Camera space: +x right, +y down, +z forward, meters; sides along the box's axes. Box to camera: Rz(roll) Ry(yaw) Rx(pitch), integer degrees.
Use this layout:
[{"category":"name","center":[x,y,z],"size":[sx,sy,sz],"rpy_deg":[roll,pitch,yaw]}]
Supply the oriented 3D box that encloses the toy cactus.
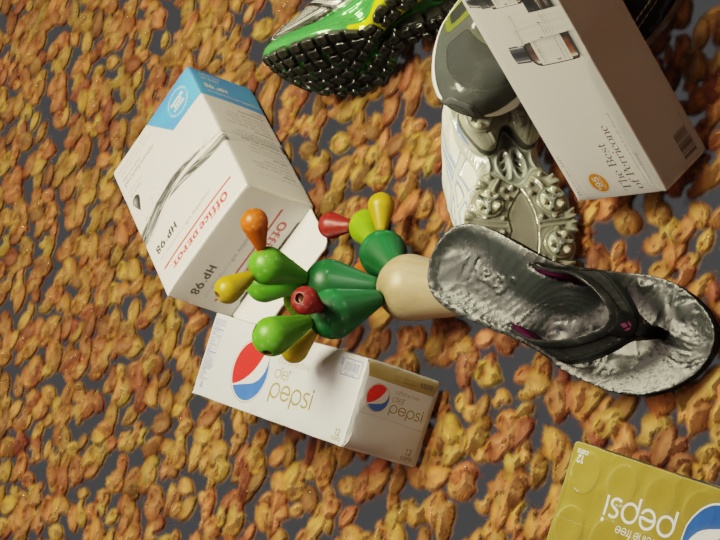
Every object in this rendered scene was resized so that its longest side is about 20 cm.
[{"category":"toy cactus","center":[0.000,0.000,1.669],"size":[0.165,0.200,0.102],"rpy_deg":[4,106,21]}]

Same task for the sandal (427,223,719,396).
[{"category":"sandal","center":[0.123,0.026,1.499],"size":[0.200,0.048,0.075],"rpy_deg":[18,94,29]}]

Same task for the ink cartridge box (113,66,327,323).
[{"category":"ink cartridge box","center":[-0.109,-0.050,1.875],"size":[0.116,0.067,0.200],"rpy_deg":[-53,39,22]}]

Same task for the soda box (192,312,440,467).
[{"category":"soda box","center":[-0.034,0.082,1.715],"size":[0.200,0.068,0.064],"rpy_deg":[15,87,55]}]

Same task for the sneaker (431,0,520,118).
[{"category":"sneaker","center":[0.100,-0.191,1.593],"size":[0.085,0.074,0.200],"rpy_deg":[87,-155,-61]}]

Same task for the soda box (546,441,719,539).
[{"category":"soda box","center":[0.196,0.155,1.384],"size":[0.200,0.064,0.068],"rpy_deg":[15,87,55]}]

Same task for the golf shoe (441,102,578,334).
[{"category":"golf shoe","center":[0.092,-0.040,1.625],"size":[0.097,0.078,0.200],"rpy_deg":[118,152,-62]}]

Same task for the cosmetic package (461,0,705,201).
[{"category":"cosmetic package","center":[0.126,-0.138,1.505],"size":[0.051,0.200,0.083],"rpy_deg":[-44,22,-30]}]

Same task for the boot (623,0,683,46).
[{"category":"boot","center":[0.168,-0.221,1.513],"size":[0.073,0.151,0.200],"rpy_deg":[37,102,21]}]

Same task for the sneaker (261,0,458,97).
[{"category":"sneaker","center":[0.010,-0.193,1.791],"size":[0.200,0.078,0.085],"rpy_deg":[-27,47,33]}]
